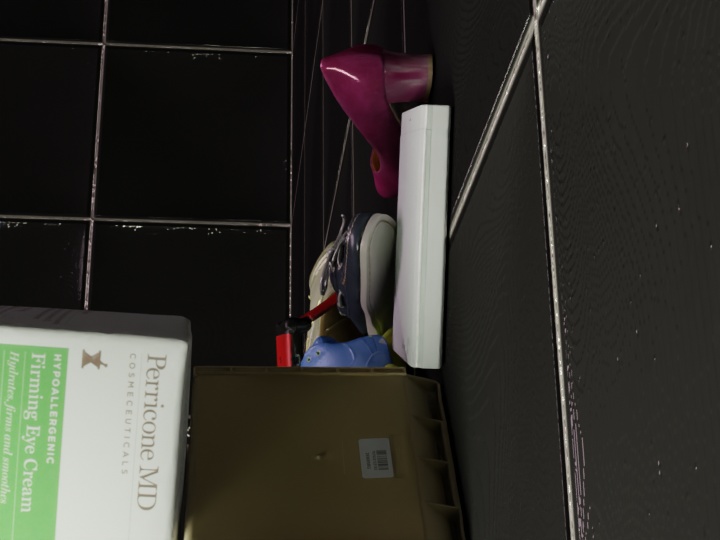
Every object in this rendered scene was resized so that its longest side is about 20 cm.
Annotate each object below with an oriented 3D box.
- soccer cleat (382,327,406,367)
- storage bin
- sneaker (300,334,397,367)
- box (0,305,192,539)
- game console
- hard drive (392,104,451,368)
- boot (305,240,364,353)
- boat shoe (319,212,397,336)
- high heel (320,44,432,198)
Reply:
[{"bbox_3d":[0.010,0.151,1.248,0.201,0.083,0.065,-66,-19,2],"label":"soccer cleat"},{"bbox_3d":[-0.033,0.168,1.008,0.201,0.197,0.094,-96,9,-54],"label":"storage bin"},{"bbox_3d":[-0.037,0.123,1.205,0.076,0.199,0.106,29,-140,-46],"label":"sneaker"},{"bbox_3d":[-0.212,0.132,0.993,0.200,0.170,0.201,-167,81,-82],"label":"box"},{"bbox_3d":[-0.025,0.082,1.416,0.200,0.118,0.174,146,121,-84],"label":"game console"},{"bbox_3d":[0.049,-0.029,1.112,0.132,0.026,0.202,-149,62,-84],"label":"hard drive"},{"bbox_3d":[-0.036,0.080,1.698,0.155,0.071,0.201,-100,18,-61],"label":"boot"},{"bbox_3d":[0.000,0.000,1.218,0.075,0.062,0.200,-62,-15,-15],"label":"boat shoe"},{"bbox_3d":[0.005,-0.127,1.222,0.200,0.095,0.068,104,166,-64],"label":"high heel"}]
